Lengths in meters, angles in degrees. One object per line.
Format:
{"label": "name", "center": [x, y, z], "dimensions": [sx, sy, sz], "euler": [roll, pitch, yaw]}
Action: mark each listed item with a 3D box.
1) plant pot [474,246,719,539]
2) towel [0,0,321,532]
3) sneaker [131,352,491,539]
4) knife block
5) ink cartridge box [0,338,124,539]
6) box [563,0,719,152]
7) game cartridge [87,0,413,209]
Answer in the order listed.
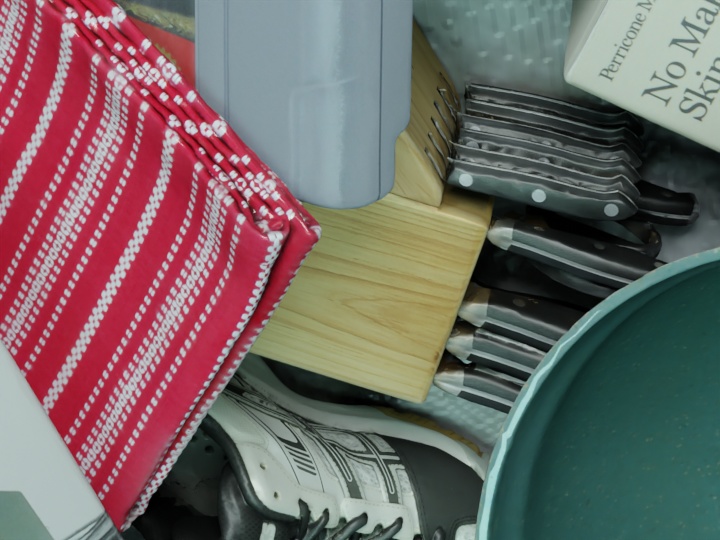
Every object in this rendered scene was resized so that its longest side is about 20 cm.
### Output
{"label": "plant pot", "center": [0.149, 0.078, 0.856], "dimensions": [0.199, 0.134, 0.202], "euler": [5, 103, 23]}
{"label": "towel", "center": [-0.109, -0.035, 0.861], "dimensions": [0.200, 0.022, 0.145], "euler": [47, 134, 14]}
{"label": "sneaker", "center": [-0.025, 0.080, 0.960], "dimensions": [0.199, 0.088, 0.076], "euler": [27, 118, -9]}
{"label": "knife block", "center": [0.000, 0.000, 0.922], "dimensions": [0.199, 0.064, 0.176], "euler": [-23, 113, 20]}
{"label": "ink cartridge box", "center": [-0.143, 0.066, 0.886], "dimensions": [0.084, 0.146, 0.201], "euler": [-40, 125, -18]}
{"label": "box", "center": [0.164, -0.059, 0.861], "dimensions": [0.199, 0.069, 0.082], "euler": [22, 120, -5]}
{"label": "game cartridge", "center": [-0.070, -0.108, 0.831], "dimensions": [0.199, 0.041, 0.134], "euler": [23, 123, 34]}
